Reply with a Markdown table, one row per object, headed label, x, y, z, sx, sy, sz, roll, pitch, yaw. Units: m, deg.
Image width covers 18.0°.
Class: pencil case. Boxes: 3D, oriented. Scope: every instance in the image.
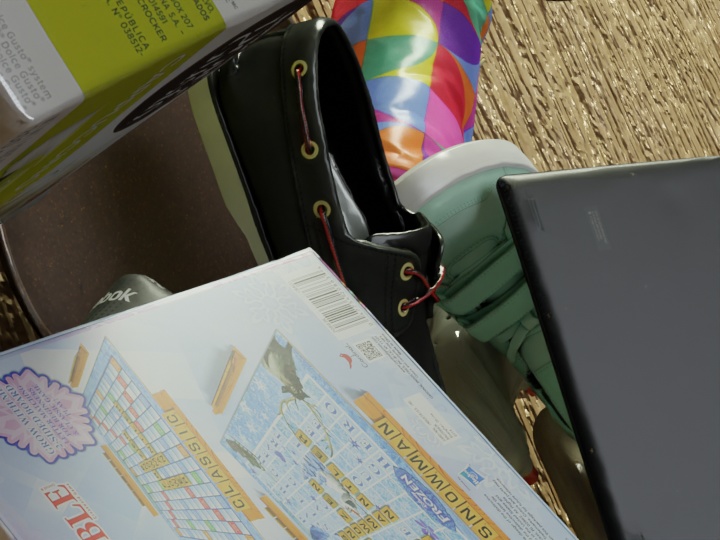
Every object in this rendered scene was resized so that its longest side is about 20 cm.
| label | x | y | z | sx | sy | sz | roll | pitch | yaw |
| --- | --- | --- | --- | --- | --- | --- | --- | --- | --- |
| pencil case | 0.021 | -0.080 | 1.113 | 0.088 | 0.088 | 0.200 | 43 | 36 | -25 |

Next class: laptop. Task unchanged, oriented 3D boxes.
| label | x | y | z | sx | sy | sz | roll | pitch | yaw |
| --- | --- | --- | --- | --- | --- | --- | --- | --- | --- |
| laptop | 0.148 | 0.058 | 0.993 | 0.200 | 0.116 | 0.188 | -6 | 68 | -27 |

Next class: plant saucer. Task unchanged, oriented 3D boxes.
| label | x | y | z | sx | sy | sz | roll | pitch | yaw |
| --- | --- | --- | --- | --- | --- | --- | --- | --- | --- |
| plant saucer | -0.078 | -0.030 | 0.924 | 0.200 | 0.034 | 0.201 | 11 | 74 | -45 |

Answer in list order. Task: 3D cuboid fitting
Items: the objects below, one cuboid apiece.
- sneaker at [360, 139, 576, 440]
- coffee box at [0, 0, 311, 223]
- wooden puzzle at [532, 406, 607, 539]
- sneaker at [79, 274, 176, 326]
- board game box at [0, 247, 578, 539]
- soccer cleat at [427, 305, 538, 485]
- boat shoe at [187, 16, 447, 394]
| label | x | y | z | sx | sy | sz | roll | pitch | yaw |
| --- | --- | --- | --- | --- | --- | --- | --- | --- | --- |
| sneaker | 0.078 | 0.016 | 0.989 | 0.200 | 0.074 | 0.118 | 19 | 36 | -59 |
| coffee box | -0.152 | -0.113 | 0.709 | 0.200 | 0.200 | 0.198 | 57 | 38 | -2 |
| wooden puzzle | 0.174 | 0.157 | 1.045 | 0.185 | 0.046 | 0.200 | 32 | 26 | -34 |
| sneaker | -0.094 | 0.049 | 0.825 | 0.200 | 0.066 | 0.091 | -7 | 85 | -50 |
| board game box | -0.026 | 0.094 | 0.733 | 0.199 | 0.041 | 0.200 | -18 | 59 | -47 |
| soccer cleat | 0.041 | 0.060 | 1.043 | 0.078 | 0.069 | 0.200 | 46 | 26 | -13 |
| boat shoe | -0.001 | 0.001 | 0.888 | 0.202 | 0.063 | 0.074 | 69 | 22 | -3 |
